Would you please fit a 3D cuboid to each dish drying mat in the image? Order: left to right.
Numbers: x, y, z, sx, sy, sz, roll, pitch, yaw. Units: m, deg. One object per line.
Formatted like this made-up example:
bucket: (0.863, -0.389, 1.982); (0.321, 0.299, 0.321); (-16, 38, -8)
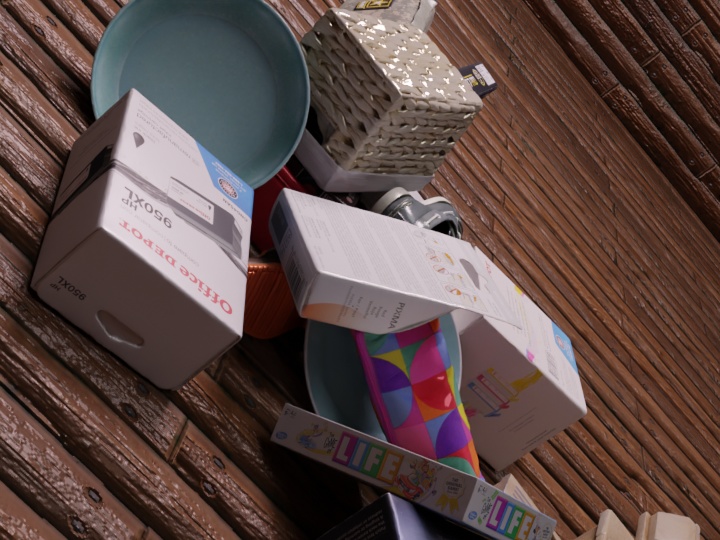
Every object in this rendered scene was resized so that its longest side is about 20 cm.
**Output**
dish drying mat: (-0.116, -0.094, 1.166); (0.200, 0.077, 0.018); (49, 22, -11)

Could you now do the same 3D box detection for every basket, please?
basket: (0.015, -0.167, 1.220); (0.136, 0.123, 0.199); (52, 27, 18)

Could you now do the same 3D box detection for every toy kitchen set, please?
toy kitchen set: (0.215, 0.246, 1.210); (0.181, 0.163, 0.200); (52, 23, -2)

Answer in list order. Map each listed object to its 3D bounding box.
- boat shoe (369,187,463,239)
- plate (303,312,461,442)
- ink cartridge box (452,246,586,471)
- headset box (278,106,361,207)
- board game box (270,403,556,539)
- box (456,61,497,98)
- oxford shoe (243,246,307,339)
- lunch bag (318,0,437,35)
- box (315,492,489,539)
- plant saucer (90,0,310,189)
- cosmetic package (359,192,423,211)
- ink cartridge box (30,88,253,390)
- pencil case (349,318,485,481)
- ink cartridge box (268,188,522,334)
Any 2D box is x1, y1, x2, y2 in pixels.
boat shoe: (0.070, -0.037, 1.297); (0.062, 0.073, 0.200); (46, 12, 21)
plate: (0.018, 0.082, 1.147); (0.198, 0.025, 0.203); (6, 81, -40)
ink cartridge box: (0.127, 0.088, 1.311); (0.200, 0.125, 0.129); (42, 25, -24)
headset box: (-0.089, -0.128, 1.239); (0.200, 0.075, 0.149); (41, 26, -7)
board game box: (0.041, 0.167, 0.977); (0.198, 0.035, 0.134); (16, -12, 40)
box: (0.085, -0.200, 1.591); (0.049, 0.161, 0.200); (53, 24, 0)
oxford shoe: (-0.081, 0.015, 1.117); (0.073, 0.072, 0.199); (39, 13, 29)
lunch bag: (-0.002, -0.250, 1.447); (0.118, 0.199, 0.164); (47, 24, -13)
box: (0.062, 0.301, 0.896); (0.199, 0.123, 0.200); (31, 33, -40)
plant saucer: (-0.145, -0.162, 1.115); (0.201, 0.200, 0.036); (50, -13, -7)
cosmetic package: (0.034, -0.087, 1.416); (0.083, 0.050, 0.200); (56, 7, 5)
ink cartridge box: (-0.164, -0.027, 0.970); (0.144, 0.084, 0.201); (40, 27, -28)
pencil case: (0.051, 0.124, 1.101); (0.088, 0.087, 0.203); (-29, 104, -67)
ink cartridge box: (0.026, 0.004, 1.078); (0.198, 0.051, 0.163); (18, 23, -23)
